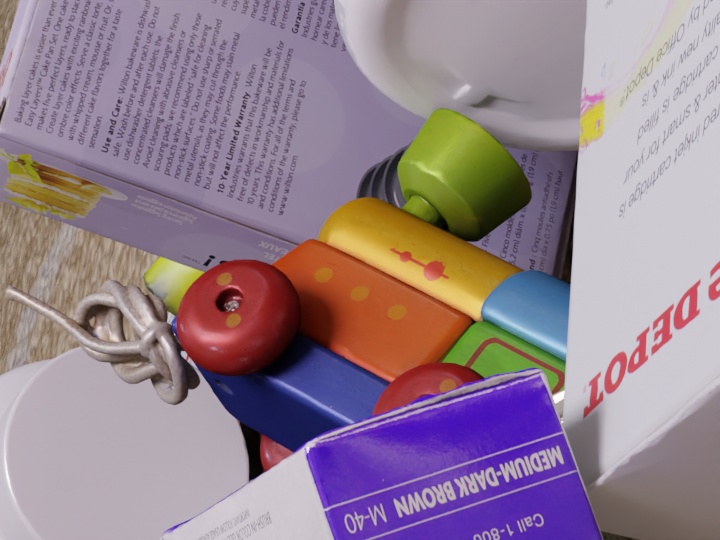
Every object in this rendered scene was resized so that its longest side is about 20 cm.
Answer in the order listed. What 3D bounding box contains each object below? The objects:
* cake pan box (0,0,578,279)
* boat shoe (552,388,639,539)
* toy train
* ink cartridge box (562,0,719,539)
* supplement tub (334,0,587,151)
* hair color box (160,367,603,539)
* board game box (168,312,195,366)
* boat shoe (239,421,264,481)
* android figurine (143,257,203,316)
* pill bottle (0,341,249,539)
[{"bbox_3d":[-0.013,-0.090,0.816,0.052,0.184,0.200,138,147,-61],"label":"cake pan box"},{"bbox_3d":[0.062,0.125,0.633,0.068,0.072,0.200,-3,-76,-67],"label":"boat shoe"},{"bbox_3d":[0.000,0.000,0.719,0.200,0.085,0.116,27,69,34],"label":"toy train"},{"bbox_3d":[0.112,-0.050,0.555,0.146,0.083,0.200,131,150,-56],"label":"ink cartridge box"},{"bbox_3d":[0.058,-0.147,0.759,0.123,0.122,0.200,126,153,-51],"label":"supplement tub"},{"bbox_3d":[0.027,0.134,0.552,0.200,0.065,0.109,69,155,9],"label":"hair color box"},{"bbox_3d":[-0.055,0.094,1.038,0.196,0.056,0.200,-112,40,-65],"label":"board game box"},{"bbox_3d":[0.000,-0.012,0.883,0.075,0.075,0.203,-165,77,-74],"label":"boat shoe"},{"bbox_3d":[-0.015,-0.074,0.992,0.200,0.041,0.182,-48,23,17],"label":"android figurine"},{"bbox_3d":[-0.111,0.098,0.920,0.200,0.112,0.112,135,147,-59],"label":"pill bottle"}]
